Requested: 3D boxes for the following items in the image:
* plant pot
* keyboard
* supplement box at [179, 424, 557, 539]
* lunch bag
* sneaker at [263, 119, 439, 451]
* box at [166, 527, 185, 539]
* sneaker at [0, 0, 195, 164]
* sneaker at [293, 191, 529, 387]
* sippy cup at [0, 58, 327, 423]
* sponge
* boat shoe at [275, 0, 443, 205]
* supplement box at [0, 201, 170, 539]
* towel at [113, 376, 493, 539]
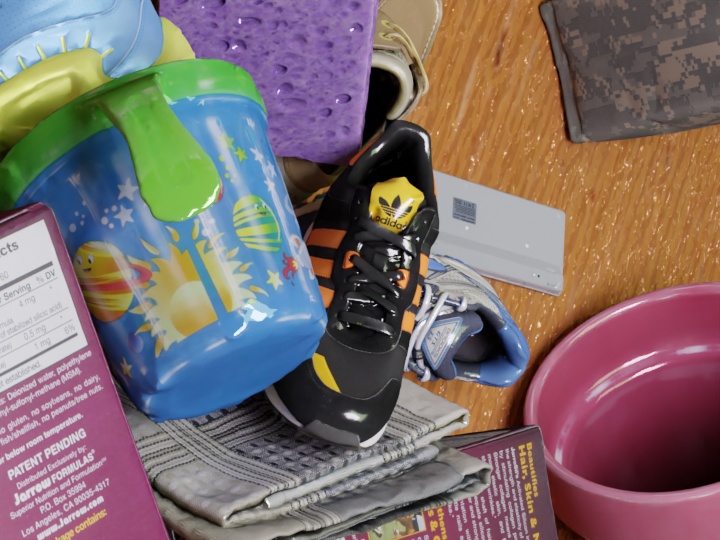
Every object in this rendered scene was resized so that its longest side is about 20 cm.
[{"bbox_3d":[0.216,0.137,1.417,0.200,0.200,0.179,-51,135,-39],"label":"plant pot"},{"bbox_3d":[0.062,-0.029,1.394,0.200,0.011,0.056,15,69,-46],"label":"keyboard"},{"bbox_3d":[0.011,0.155,1.188,0.200,0.086,0.110,-11,91,-46],"label":"supplement box"},{"bbox_3d":[0.247,-0.159,1.497,0.200,0.164,0.118,-15,92,-47],"label":"lunch bag"},{"bbox_3d":[0.000,0.000,1.129,0.070,0.090,0.200,19,35,-6],"label":"sneaker"},{"bbox_3d":[-0.030,0.195,1.233,0.193,0.048,0.200,-15,95,-49],"label":"box"},{"bbox_3d":[-0.179,-0.092,1.074,0.200,0.076,0.105,-19,86,-24],"label":"sneaker"},{"bbox_3d":[0.025,0.017,1.270,0.200,0.085,0.077,18,108,-44],"label":"sneaker"},{"bbox_3d":[-0.083,-0.007,1.047,0.178,0.140,0.130,9,49,-60],"label":"sippy cup"},{"bbox_3d":[-0.045,-0.145,1.150,0.030,0.112,0.200,-77,176,-48],"label":"sponge"},{"bbox_3d":[0.003,-0.104,1.295,0.074,0.066,0.200,56,49,-27],"label":"boat shoe"},{"bbox_3d":[-0.180,0.085,1.022,0.103,0.131,0.200,-30,106,-45],"label":"supplement box"},{"bbox_3d":[-0.056,0.070,1.124,0.193,0.200,0.035,-12,126,-47],"label":"towel"}]
